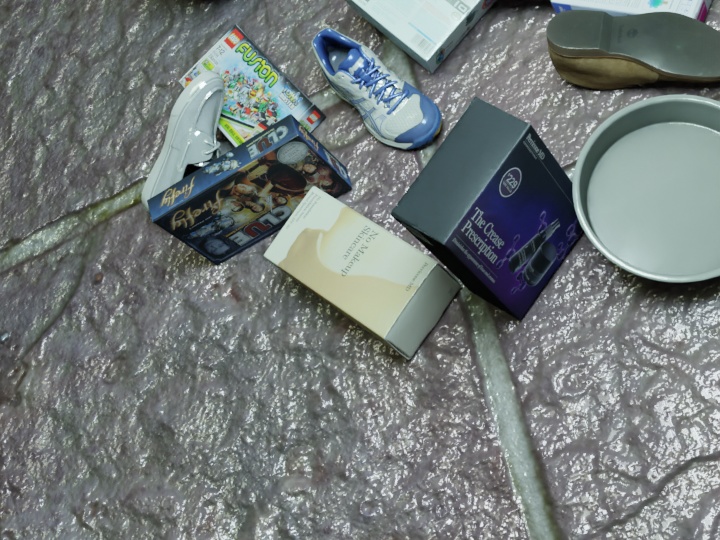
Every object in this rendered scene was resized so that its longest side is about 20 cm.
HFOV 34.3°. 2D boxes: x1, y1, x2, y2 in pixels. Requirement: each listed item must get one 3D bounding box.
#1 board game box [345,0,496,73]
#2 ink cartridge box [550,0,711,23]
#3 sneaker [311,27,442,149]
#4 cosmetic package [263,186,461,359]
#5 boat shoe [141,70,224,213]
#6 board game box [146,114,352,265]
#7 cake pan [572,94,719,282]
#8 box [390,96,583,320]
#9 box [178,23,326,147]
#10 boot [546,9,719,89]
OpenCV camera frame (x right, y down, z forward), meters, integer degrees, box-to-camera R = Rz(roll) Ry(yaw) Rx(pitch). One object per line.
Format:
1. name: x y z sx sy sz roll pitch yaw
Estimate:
1. board game box: 0.094 -0.357 1.376 0.148 0.064 0.200 42 94 13
2. ink cartridge box: 0.296 -0.330 1.296 0.200 0.042 0.120 17 76 30
3. sneaker: 0.010 -0.214 1.371 0.075 0.088 0.200 -49 56 -2
4. cosmetic package: 0.000 0.000 1.288 0.200 0.071 0.105 31 85 35
5. boat shoe: -0.208 -0.147 1.449 0.068 0.072 0.200 35 104 24
6. board game box: -0.127 -0.089 1.360 0.200 0.135 0.035 -29 57 15
7. cake pan: 0.310 -0.077 1.147 0.200 0.037 0.201 -4 68 11
8. box: 0.137 -0.056 1.159 0.079 0.200 0.141 31 85 36
9. box: -0.141 -0.219 1.488 0.110 0.035 0.200 -45 55 4
10. boot: 0.298 -0.226 1.238 0.200 0.076 0.074 12 63 18
